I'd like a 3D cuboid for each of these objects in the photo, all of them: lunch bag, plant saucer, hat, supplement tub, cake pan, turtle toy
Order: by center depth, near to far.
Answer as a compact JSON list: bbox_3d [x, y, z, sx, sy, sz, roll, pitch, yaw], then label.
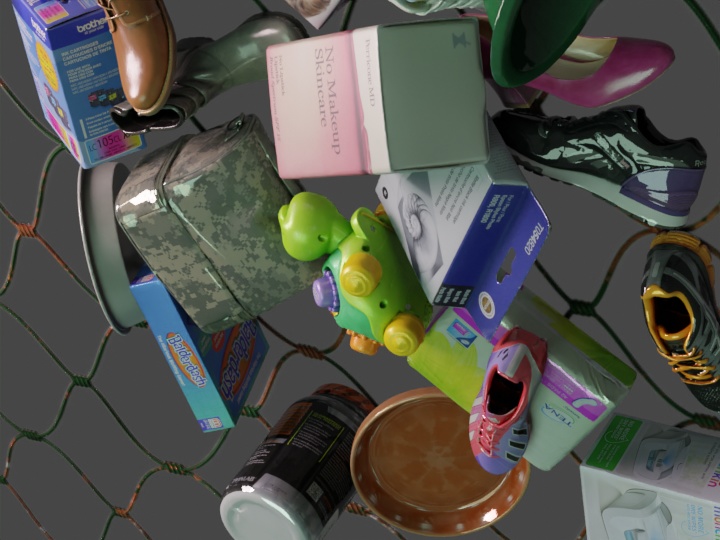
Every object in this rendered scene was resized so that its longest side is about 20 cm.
[{"bbox_3d":[0.105,-0.278,1.333,0.176,0.200,0.166,35,175,23],"label":"hat"},{"bbox_3d":[0.000,0.000,1.616,0.101,0.146,0.200,-27,109,32],"label":"turtle toy"},{"bbox_3d":[-0.129,-0.052,1.683,0.167,0.140,0.201,-21,115,26],"label":"lunch bag"},{"bbox_3d":[-0.264,-0.030,1.775,0.036,0.201,0.201,-11,124,4],"label":"cake pan"},{"bbox_3d":[0.088,0.209,1.780,0.199,0.032,0.201,2,122,3],"label":"plant saucer"},{"bbox_3d":[-0.061,0.227,1.826,0.122,0.200,0.123,20,136,21],"label":"supplement tub"}]

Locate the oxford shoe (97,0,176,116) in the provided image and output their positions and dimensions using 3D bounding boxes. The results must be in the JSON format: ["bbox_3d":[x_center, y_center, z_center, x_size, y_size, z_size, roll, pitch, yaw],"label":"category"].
[{"bbox_3d":[-0.226,-0.247,1.551,0.071,0.071,0.202,-17,77,34],"label":"oxford shoe"}]

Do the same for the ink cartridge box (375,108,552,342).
[{"bbox_3d":[0.089,-0.060,1.502,0.201,0.040,0.200,62,152,27],"label":"ink cartridge box"}]

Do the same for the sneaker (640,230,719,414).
[{"bbox_3d":[0.307,0.062,1.512,0.078,0.077,0.201,-8,122,38],"label":"sneaker"}]

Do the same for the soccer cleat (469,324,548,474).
[{"bbox_3d":[0.139,0.141,1.600,0.066,0.077,0.201,25,135,14],"label":"soccer cleat"}]

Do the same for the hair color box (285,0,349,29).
[{"bbox_3d":[-0.017,-0.316,1.429,0.100,0.061,0.200,41,139,-1],"label":"hair color box"}]

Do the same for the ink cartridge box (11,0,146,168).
[{"bbox_3d":[-0.296,-0.226,1.657,0.136,0.076,0.201,45,151,48],"label":"ink cartridge box"}]

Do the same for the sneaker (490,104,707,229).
[{"bbox_3d":[0.215,-0.118,1.443,0.199,0.076,0.088,25,117,15],"label":"sneaker"}]

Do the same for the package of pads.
[{"bbox_3d":[0.160,0.101,1.657,0.200,0.068,0.155,38,138,2],"label":"package of pads"}]

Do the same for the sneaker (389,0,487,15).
[{"bbox_3d":[0.068,-0.250,1.367,0.199,0.081,0.077,15,144,-23],"label":"sneaker"}]

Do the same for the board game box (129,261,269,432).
[{"bbox_3d":[-0.175,0.054,1.792,0.045,0.152,0.201,-12,120,21],"label":"board game box"}]

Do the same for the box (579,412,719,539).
[{"bbox_3d":[0.331,0.265,1.658,0.175,0.097,0.201,13,131,30],"label":"box"}]

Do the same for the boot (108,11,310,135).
[{"bbox_3d":[-0.147,-0.182,1.585,0.199,0.131,0.068,-8,124,40],"label":"boot"}]

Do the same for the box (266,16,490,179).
[{"bbox_3d":[0.012,-0.151,1.442,0.200,0.108,0.129,2,99,59],"label":"box"}]

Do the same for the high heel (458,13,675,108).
[{"bbox_3d":[0.174,-0.195,1.394,0.199,0.067,0.096,3,139,50],"label":"high heel"}]
